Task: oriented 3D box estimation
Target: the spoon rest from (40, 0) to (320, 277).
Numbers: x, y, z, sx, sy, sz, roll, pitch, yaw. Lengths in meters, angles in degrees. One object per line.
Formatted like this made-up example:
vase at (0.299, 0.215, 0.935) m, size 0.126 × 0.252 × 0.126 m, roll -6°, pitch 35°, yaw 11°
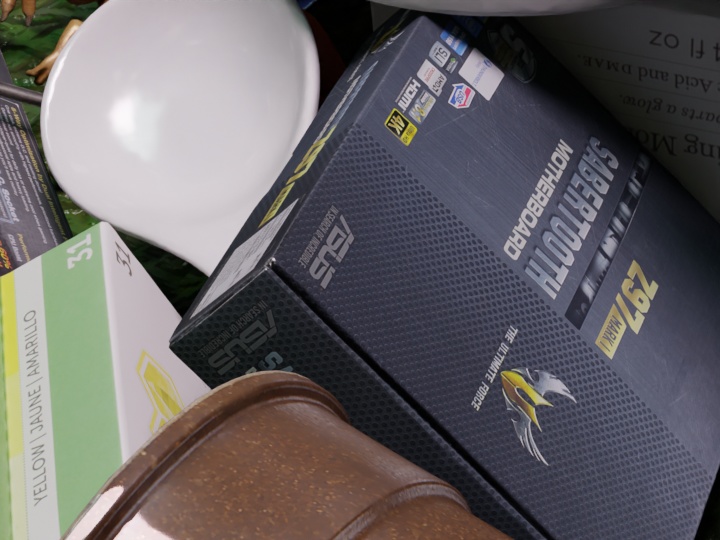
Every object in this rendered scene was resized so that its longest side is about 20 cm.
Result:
spoon rest at (-0.037, -0.022, 0.935) m, size 0.099 × 0.061 × 0.200 m, roll -34°, pitch 60°, yaw 3°

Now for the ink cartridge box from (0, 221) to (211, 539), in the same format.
ink cartridge box at (-0.089, 0.037, 0.848) m, size 0.048 × 0.200 × 0.146 m, roll -27°, pitch 36°, yaw 11°

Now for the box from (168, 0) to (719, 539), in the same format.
box at (0.043, 0.013, 0.887) m, size 0.051 × 0.158 × 0.200 m, roll -38°, pitch 12°, yaw 35°

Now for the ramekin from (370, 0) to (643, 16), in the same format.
ramekin at (0.053, -0.176, 0.954) m, size 0.200 × 0.105 × 0.200 m, roll -3°, pitch 33°, yaw 2°

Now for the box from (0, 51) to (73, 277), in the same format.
box at (-0.173, -0.043, 0.953) m, size 0.050 × 0.158 × 0.200 m, roll -38°, pitch 61°, yaw 25°

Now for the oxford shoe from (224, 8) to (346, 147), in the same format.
oxford shoe at (0.000, 0.000, 0.990) m, size 0.071 × 0.073 × 0.200 m, roll -22°, pitch 57°, yaw 8°

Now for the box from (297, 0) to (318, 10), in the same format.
box at (-0.001, -0.150, 1.141) m, size 0.200 × 0.032 × 0.121 m, roll -43°, pitch 16°, yaw -23°

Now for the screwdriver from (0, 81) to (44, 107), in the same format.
screwdriver at (-0.095, -0.052, 1.018) m, size 0.200 × 0.029 × 0.028 m, roll 9°, pitch 44°, yaw -43°

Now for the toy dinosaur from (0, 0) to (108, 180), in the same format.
toy dinosaur at (-0.086, -0.126, 1.136) m, size 0.106 × 0.200 × 0.060 m, roll 4°, pitch -10°, yaw 43°

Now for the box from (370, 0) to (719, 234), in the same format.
box at (0.134, -0.093, 1.037) m, size 0.199 × 0.131 × 0.200 m, roll 13°, pitch 41°, yaw 23°

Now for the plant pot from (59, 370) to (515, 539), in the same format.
plant pot at (0.025, 0.155, 0.695) m, size 0.198 × 0.200 × 0.200 m, roll 24°, pitch 46°, yaw 23°
